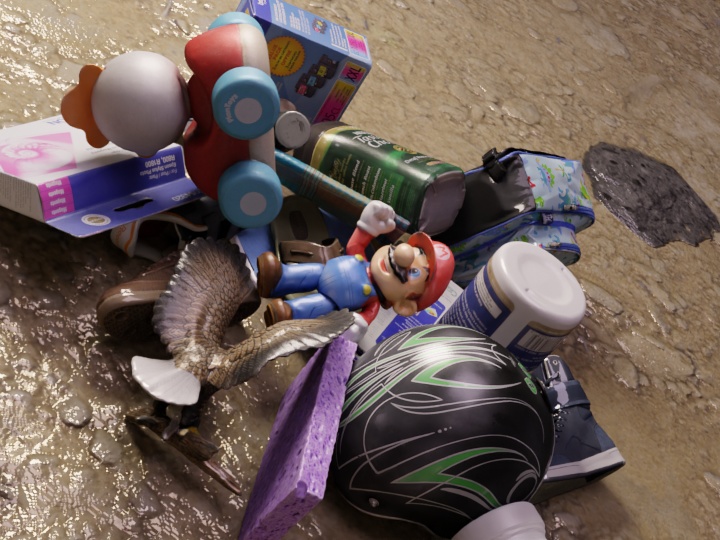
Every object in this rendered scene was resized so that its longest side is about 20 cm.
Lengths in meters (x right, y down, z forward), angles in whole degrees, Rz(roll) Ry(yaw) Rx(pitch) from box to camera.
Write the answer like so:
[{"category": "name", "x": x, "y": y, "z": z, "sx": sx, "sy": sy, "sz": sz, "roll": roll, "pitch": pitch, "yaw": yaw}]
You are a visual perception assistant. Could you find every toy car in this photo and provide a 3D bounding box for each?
[{"category": "toy car", "x": -0.182, "y": -0.144, "z": 1.131, "sx": 0.199, "sy": 0.178, "sz": 0.185, "roll": -4, "pitch": 32, "yaw": -7}]

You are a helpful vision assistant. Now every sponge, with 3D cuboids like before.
[{"category": "sponge", "x": -0.056, "y": 0.156, "z": 1.066, "sx": 0.030, "sy": 0.112, "sz": 0.200, "roll": 30, "pitch": 36, "yaw": -12}]

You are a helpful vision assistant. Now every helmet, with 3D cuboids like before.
[{"category": "helmet", "x": 0.068, "y": 0.147, "z": 1.123, "sx": 0.190, "sy": 0.200, "sz": 0.201, "roll": 28, "pitch": 34, "yaw": -33}]

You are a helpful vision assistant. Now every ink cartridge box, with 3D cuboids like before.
[{"category": "ink cartridge box", "x": 0.031, "y": 0.053, "z": 1.308, "sx": 0.099, "sy": 0.039, "sz": 0.200, "roll": 40, "pitch": 42, "yaw": 4}, {"category": "ink cartridge box", "x": -0.275, "y": -0.101, "z": 1.159, "sx": 0.199, "sy": 0.044, "sz": 0.196, "roll": 19, "pitch": 26, "yaw": 28}, {"category": "ink cartridge box", "x": -0.105, "y": -0.256, "z": 1.471, "sx": 0.199, "sy": 0.137, "sz": 0.077, "roll": 19, "pitch": 33, "yaw": -23}]

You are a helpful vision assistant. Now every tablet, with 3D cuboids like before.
[{"category": "tablet", "x": -0.062, "y": -0.026, "z": 1.353, "sx": 0.199, "sy": 0.014, "sz": 0.130, "roll": 3, "pitch": 47, "yaw": -39}]

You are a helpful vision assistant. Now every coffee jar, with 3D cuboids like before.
[{"category": "coffee jar", "x": 0.018, "y": -0.113, "z": 1.405, "sx": 0.199, "sy": 0.086, "sz": 0.104, "roll": 24, "pitch": 23, "yaw": 29}]

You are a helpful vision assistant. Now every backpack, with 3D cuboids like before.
[{"category": "backpack", "x": 0.192, "y": -0.059, "z": 1.474, "sx": 0.199, "sy": 0.183, "sz": 0.148, "roll": -5, "pitch": 75, "yaw": -47}]

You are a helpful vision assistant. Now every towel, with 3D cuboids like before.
[{"category": "towel", "x": -0.042, "y": -0.086, "z": 1.332, "sx": 0.199, "sy": 0.022, "sz": 0.147, "roll": 29, "pitch": -6, "yaw": -1}]

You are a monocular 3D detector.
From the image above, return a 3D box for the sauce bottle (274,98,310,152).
[{"category": "sauce bottle", "x": -0.099, "y": -0.166, "z": 1.354, "sx": 0.066, "sy": 0.066, "sz": 0.200, "roll": 21, "pitch": 2, "yaw": -21}]

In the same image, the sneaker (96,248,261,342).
[{"category": "sneaker", "x": -0.185, "y": 0.019, "z": 1.149, "sx": 0.200, "sy": 0.070, "sz": 0.076, "roll": 1, "pitch": 52, "yaw": -54}]

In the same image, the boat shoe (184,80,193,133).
[{"category": "boat shoe", "x": -0.229, "y": -0.191, "z": 1.292, "sx": 0.071, "sy": 0.070, "sz": 0.200, "roll": 19, "pitch": 10, "yaw": 18}]

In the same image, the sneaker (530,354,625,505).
[{"category": "sneaker", "x": 0.195, "y": 0.170, "z": 1.282, "sx": 0.202, "sy": 0.077, "sz": 0.147, "roll": -1, "pitch": 60, "yaw": -54}]

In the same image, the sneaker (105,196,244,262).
[{"category": "sneaker", "x": -0.170, "y": -0.047, "z": 1.231, "sx": 0.199, "sy": 0.079, "sz": 0.080, "roll": -8, "pitch": 48, "yaw": -31}]

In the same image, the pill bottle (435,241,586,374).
[{"category": "pill bottle", "x": 0.136, "y": 0.074, "z": 1.246, "sx": 0.111, "sy": 0.200, "sz": 0.111, "roll": 24, "pitch": 36, "yaw": -19}]

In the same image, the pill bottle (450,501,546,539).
[{"category": "pill bottle", "x": 0.162, "y": 0.318, "z": 1.064, "sx": 0.116, "sy": 0.117, "sz": 0.201, "roll": 2, "pitch": 48, "yaw": -39}]

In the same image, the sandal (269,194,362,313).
[{"category": "sandal", "x": -0.054, "y": -0.018, "z": 1.273, "sx": 0.079, "sy": 0.058, "sz": 0.201, "roll": -7, "pitch": 48, "yaw": -21}]

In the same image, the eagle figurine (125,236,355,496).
[{"category": "eagle figurine", "x": -0.122, "y": 0.070, "z": 1.060, "sx": 0.152, "sy": 0.151, "sz": 0.200, "roll": 42, "pitch": 75, "yaw": -27}]

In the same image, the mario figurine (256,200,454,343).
[{"category": "mario figurine", "x": 0.000, "y": 0.000, "z": 1.175, "sx": 0.199, "sy": 0.124, "sz": 0.106, "roll": -11, "pitch": 11, "yaw": -16}]
